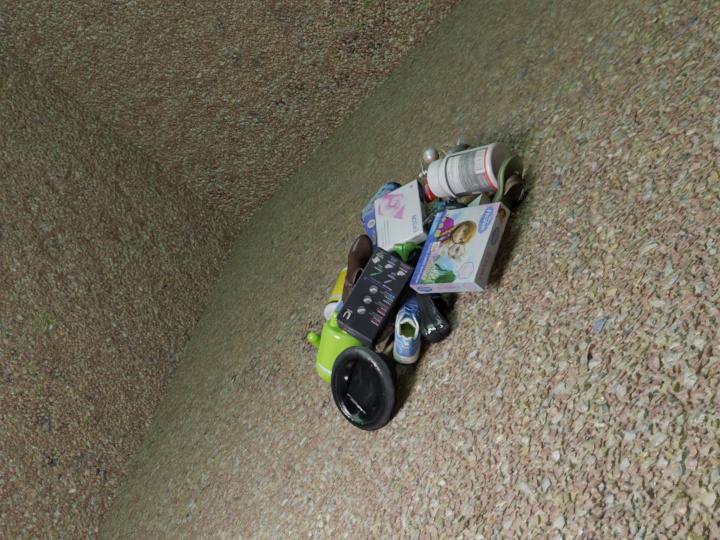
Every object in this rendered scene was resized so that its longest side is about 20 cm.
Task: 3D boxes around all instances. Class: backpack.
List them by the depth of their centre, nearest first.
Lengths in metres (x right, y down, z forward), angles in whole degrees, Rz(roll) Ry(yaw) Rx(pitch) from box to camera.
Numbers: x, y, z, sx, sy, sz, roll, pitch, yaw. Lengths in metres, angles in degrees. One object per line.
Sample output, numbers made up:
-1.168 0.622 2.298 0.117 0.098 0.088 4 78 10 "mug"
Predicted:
0.098 -0.147 2.069 0.183 0.134 0.201 -47 21 15 "backpack"

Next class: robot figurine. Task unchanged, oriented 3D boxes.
-0.048 0.200 1.788 0.115 0.174 0.203 -16 -55 -54 "robot figurine"

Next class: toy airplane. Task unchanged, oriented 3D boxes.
0.241 -0.299 1.974 0.200 0.140 0.200 -49 12 27 "toy airplane"

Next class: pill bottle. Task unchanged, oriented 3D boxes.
0.274 -0.247 1.786 0.198 0.114 0.115 -7 48 44 "pill bottle"
-0.020 0.062 2.019 0.112 0.112 0.202 -29 31 50 "pill bottle"

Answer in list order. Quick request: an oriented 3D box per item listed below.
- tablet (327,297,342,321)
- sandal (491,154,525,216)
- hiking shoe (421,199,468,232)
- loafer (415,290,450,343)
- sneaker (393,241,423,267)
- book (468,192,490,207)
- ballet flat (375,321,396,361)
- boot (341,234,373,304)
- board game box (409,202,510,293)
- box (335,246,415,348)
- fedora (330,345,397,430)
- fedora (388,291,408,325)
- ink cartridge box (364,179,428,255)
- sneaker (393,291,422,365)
0.012 0.084 1.915 0.202 0.129 0.014 -59 -16 -15 "tablet"
0.351 -0.179 1.639 0.057 0.080 0.203 -7 54 41 "sandal"
0.217 -0.148 1.752 0.087 0.074 0.200 -58 14 -16 "hiking shoe"
0.171 0.082 1.615 0.070 0.068 0.202 -35 30 22 "loafer"
0.123 -0.023 1.807 0.075 0.085 0.200 -7 -6 16 "sneaker"
0.243 -0.092 1.779 0.200 0.048 0.135 -41 21 41 "book"
0.049 0.207 1.685 0.201 0.063 0.069 -54 19 0 "ballet flat"
0.000 0.000 1.819 0.166 0.071 0.203 157 127 -83 "boot"
0.219 -0.048 1.577 0.198 0.041 0.202 -6 56 50 "board game box"
0.036 0.066 1.668 0.202 0.105 0.122 -59 -10 -11 "box"
0.024 0.254 1.588 0.091 0.203 0.200 -20 -11 -46 "fedora"
0.068 0.063 1.833 0.203 0.089 0.177 -67 15 5 "fedora"
0.088 -0.129 1.932 0.198 0.043 0.199 -25 46 24 "ink cartridge box"
0.117 0.119 1.618 0.202 0.074 0.078 -82 -4 -46 "sneaker"
